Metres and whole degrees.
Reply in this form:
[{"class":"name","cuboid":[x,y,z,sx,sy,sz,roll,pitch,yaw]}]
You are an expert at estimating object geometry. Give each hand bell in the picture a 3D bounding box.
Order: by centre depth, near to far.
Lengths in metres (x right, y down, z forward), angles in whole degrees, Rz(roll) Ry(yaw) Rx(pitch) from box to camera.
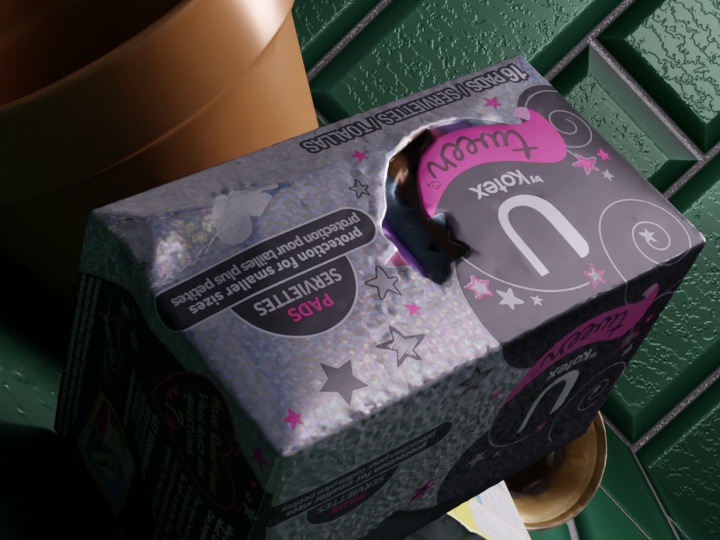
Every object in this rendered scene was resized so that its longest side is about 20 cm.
[{"class":"hand bell","cuboid":[0.077,0.120,1.019,0.104,0.104,0.200,45,-17,-12]}]

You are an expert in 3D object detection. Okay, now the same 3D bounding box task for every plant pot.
[{"class":"plant pot","cuboid":[-0.102,-0.066,0.651,0.140,0.200,0.200,61,-2,-32]}]

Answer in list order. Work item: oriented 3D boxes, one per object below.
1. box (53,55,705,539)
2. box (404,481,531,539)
[{"class":"box","cuboid":[0.006,0.025,0.540,0.115,0.200,0.132,49,-37,23]},{"class":"box","cuboid":[-0.002,0.097,0.759,0.200,0.048,0.117,37,11,-18]}]
